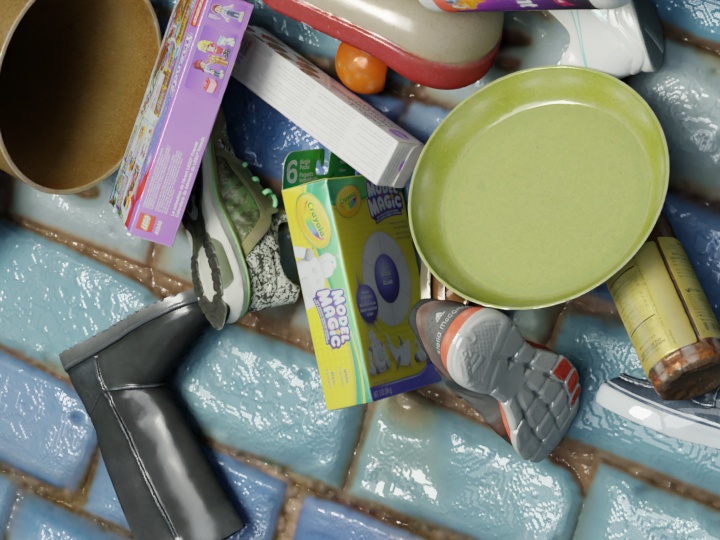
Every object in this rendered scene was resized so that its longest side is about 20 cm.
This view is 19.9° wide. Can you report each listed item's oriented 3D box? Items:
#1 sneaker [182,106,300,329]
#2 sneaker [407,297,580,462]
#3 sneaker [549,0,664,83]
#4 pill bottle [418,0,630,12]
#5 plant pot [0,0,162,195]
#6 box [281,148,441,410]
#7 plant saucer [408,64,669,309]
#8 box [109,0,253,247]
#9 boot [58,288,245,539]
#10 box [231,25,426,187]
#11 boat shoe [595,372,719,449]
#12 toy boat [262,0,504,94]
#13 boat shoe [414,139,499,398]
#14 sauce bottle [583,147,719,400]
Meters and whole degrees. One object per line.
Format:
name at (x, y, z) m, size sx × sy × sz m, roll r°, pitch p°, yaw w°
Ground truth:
sneaker at (-0.096, -0.048, 1.672) m, size 0.077 × 0.088 × 0.200 m, roll 137°, pitch 127°, yaw -59°
sneaker at (0.099, 0.072, 1.538) m, size 0.082 × 0.200 × 0.077 m, roll 29°, pitch 76°, yaw 39°
sneaker at (0.161, -0.235, 1.532) m, size 0.080 × 0.070 × 0.201 m, roll -16°, pitch 88°, yaw 27°
pill bottle at (0.138, -0.238, 1.444) m, size 0.200 × 0.111 × 0.112 m, roll 2°, pitch 95°, yaw 27°
plant pot at (-0.297, -0.179, 1.697) m, size 0.200 × 0.186 × 0.187 m, roll 21°, pitch 103°, yaw 35°
box at (0.000, 0.000, 1.597) m, size 0.048 × 0.117 × 0.200 m, roll -14°, pitch 89°, yaw 31°
plant saucer at (0.133, -0.057, 1.512) m, size 0.200 × 0.031 × 0.200 m, roll -10°, pitch 62°, yaw 19°
box at (-0.145, -0.129, 1.635) m, size 0.039 × 0.137 × 0.200 m, roll 17°, pitch 98°, yaw -16°
boot at (-0.149, 0.131, 1.702) m, size 0.165 × 0.066 × 0.200 m, roll -28°, pitch 80°, yaw 31°
box at (-0.034, -0.132, 1.618) m, size 0.200 × 0.039 × 0.041 m, roll 37°, pitch 110°, yaw 32°
boat shoe at (0.278, 0.088, 1.514) m, size 0.200 × 0.071 × 0.091 m, roll 16°, pitch 92°, yaw 20°
toy boat at (0.013, -0.193, 1.589) m, size 0.200 × 0.131 × 0.131 m, roll 27°, pitch 135°, yaw 20°
boat shoe at (0.088, -0.002, 1.582) m, size 0.068 × 0.072 × 0.200 m, roll -7°, pitch 92°, yaw 25°
sauce bottle at (0.210, -0.002, 1.507) m, size 0.066 × 0.066 × 0.200 m, roll -32°, pitch 57°, yaw 23°
